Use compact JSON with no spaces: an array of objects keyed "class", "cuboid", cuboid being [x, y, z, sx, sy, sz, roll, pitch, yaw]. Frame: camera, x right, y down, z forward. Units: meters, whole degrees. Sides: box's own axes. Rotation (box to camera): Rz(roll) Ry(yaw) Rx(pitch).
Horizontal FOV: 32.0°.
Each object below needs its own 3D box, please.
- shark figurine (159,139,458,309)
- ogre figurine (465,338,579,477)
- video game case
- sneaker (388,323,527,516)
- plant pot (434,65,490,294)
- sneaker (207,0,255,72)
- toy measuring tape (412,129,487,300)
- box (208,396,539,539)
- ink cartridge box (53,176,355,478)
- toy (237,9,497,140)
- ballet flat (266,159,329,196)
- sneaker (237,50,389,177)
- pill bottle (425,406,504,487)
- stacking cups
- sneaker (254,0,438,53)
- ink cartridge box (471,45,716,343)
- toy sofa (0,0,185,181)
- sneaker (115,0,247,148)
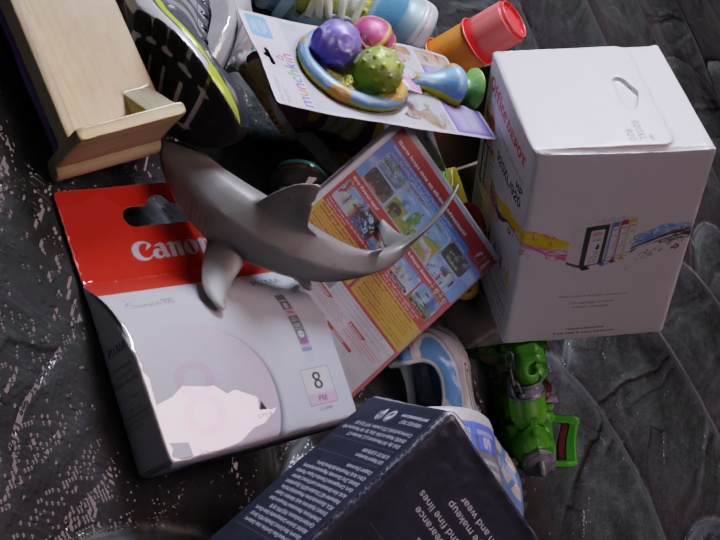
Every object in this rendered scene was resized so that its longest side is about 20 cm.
[{"class":"shark figurine","cuboid":[-0.031,-0.033,0.866,0.214,0.090,0.128,14,46,-21]},{"class":"ogre figurine","cuboid":[0.146,0.123,1.131,0.098,0.200,0.120,-6,85,-20]},{"class":"video game case","cuboid":[0.000,0.000,0.969,0.200,0.017,0.143,-42,108,-17]},{"class":"sneaker","cuboid":[0.080,0.146,1.071,0.072,0.072,0.200,-27,95,-33]},{"class":"plant pot","cuboid":[0.132,-0.069,1.226,0.187,0.187,0.200,-74,145,-50]},{"class":"sneaker","cuboid":[-0.115,-0.185,1.015,0.089,0.075,0.200,63,26,-42]},{"class":"toy measuring tape","cuboid":[0.056,-0.065,1.039,0.074,0.073,0.200,-42,115,-60]},{"class":"box","cuboid":[0.012,0.214,0.753,0.200,0.117,0.197,-40,105,-19]},{"class":"ink cartridge box","cuboid":[-0.102,0.026,0.846,0.162,0.057,0.200,-9,79,-43]},{"class":"toy","cuboid":[0.015,-0.163,0.974,0.200,0.047,0.115,9,40,-34]},{"class":"ballet flat","cuboid":[-0.017,-0.021,1.037,0.200,0.068,0.068,33,56,-50]},{"class":"sneaker","cuboid":[-0.029,-0.147,1.044,0.075,0.090,0.200,57,8,20]},{"class":"pill bottle","cuboid":[0.059,0.212,0.926,0.114,0.114,0.200,26,46,-47]},{"class":"stacking cups","cuboid":[0.060,-0.176,1.142,0.060,0.200,0.061,40,37,-39]},{"class":"sneaker","cuboid":[-0.028,-0.239,1.109,0.131,0.200,0.080,32,83,-33]},{"class":"ink cartridge box","cuboid":[0.180,-0.064,1.036,0.147,0.144,0.200,-103,-167,-47]},{"class":"toy sofa","cuboid":[-0.206,-0.164,0.850,0.083,0.098,0.200,-21,85,-36]},{"class":"sneaker","cuboid":[-0.132,-0.169,0.899,0.081,0.074,0.200,-15,61,-43]}]
